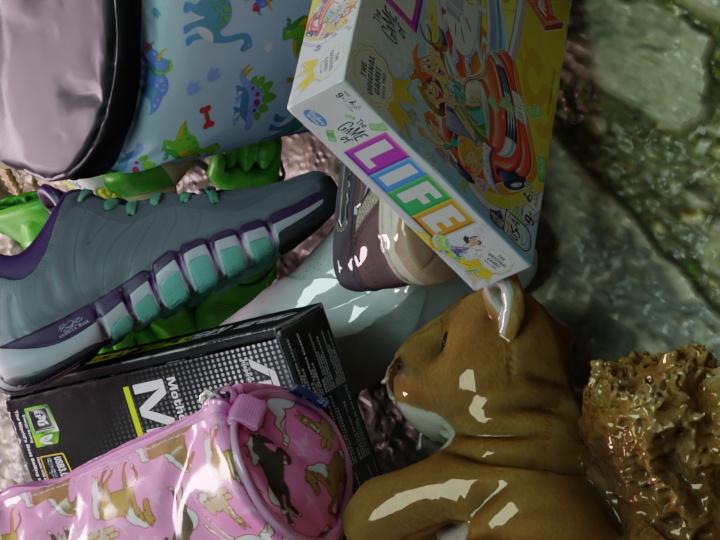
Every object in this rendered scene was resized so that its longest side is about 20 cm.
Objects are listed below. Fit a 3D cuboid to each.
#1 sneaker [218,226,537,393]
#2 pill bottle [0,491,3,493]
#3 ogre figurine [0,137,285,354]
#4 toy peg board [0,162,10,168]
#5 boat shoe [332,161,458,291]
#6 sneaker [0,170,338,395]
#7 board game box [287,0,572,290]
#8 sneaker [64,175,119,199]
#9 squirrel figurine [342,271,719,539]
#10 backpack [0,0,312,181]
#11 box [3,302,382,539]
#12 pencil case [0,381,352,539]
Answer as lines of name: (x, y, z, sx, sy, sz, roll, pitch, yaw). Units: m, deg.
sneaker: (0.000, 0.000, 1.346, 0.199, 0.075, 0.089, -27, 55, 27)
pill bottle: (-0.211, 0.179, 1.460, 0.199, 0.113, 0.114, -11, 74, 40)
ogre figurine: (-0.125, 0.007, 1.408, 0.098, 0.199, 0.121, -146, 37, -76)
toy peg board: (-0.203, -0.163, 1.447, 0.199, 0.098, 0.200, 0, 55, 27)
boat shoe: (0.020, -0.079, 1.289, 0.064, 0.072, 0.201, -14, 55, 30)
sneaker: (-0.107, -0.019, 1.322, 0.088, 0.199, 0.074, 61, 162, 2)
board game box: (0.037, -0.109, 1.230, 0.034, 0.134, 0.201, -24, 38, 34)
sneaker: (-0.146, -0.125, 1.505, 0.105, 0.076, 0.200, -38, 56, 8)
squirrel figurine: (0.093, 0.093, 1.215, 0.199, 0.141, 0.188, -12, 63, 25)
backpack: (-0.072, -0.132, 1.345, 0.153, 0.200, 0.164, 22, 117, 31)
box: (-0.068, 0.130, 1.333, 0.192, 0.047, 0.201, -12, 100, 41)
pencil case: (-0.095, 0.116, 1.266, 0.199, 0.082, 0.087, -26, 62, 39)
